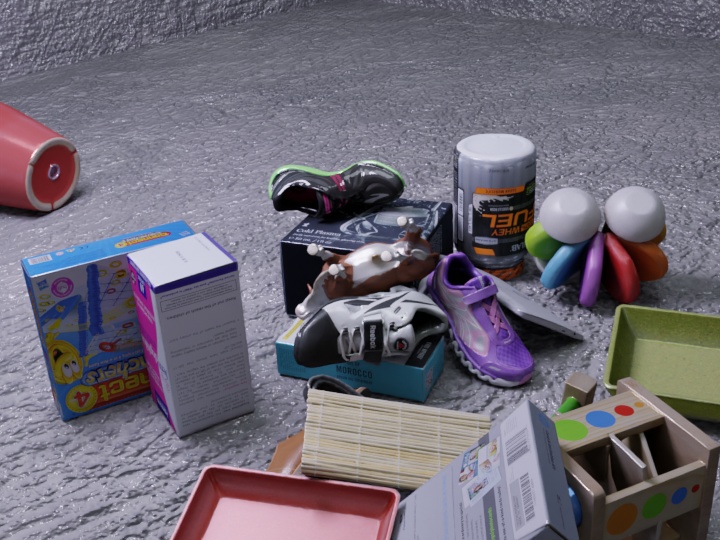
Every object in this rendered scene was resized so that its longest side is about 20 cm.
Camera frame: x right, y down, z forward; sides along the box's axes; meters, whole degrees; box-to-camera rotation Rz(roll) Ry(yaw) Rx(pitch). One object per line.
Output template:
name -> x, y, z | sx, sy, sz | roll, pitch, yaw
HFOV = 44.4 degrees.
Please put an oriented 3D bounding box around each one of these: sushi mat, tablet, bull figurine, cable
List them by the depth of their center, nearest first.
sushi mat -> 0.040, 0.172, 0.876 | 0.199, 0.012, 0.096 | 10, 47, -9
cable -> 0.038, 0.160, 0.914 | 0.200, 0.050, 0.097 | 41, 44, 5
bull figurine -> 0.000, 0.000, 1.107 | 0.199, 0.121, 0.065 | -21, 66, 5
tablet -> 0.203, 0.033, 1.205 | 0.130, 0.014, 0.200 | 21, 12, -35

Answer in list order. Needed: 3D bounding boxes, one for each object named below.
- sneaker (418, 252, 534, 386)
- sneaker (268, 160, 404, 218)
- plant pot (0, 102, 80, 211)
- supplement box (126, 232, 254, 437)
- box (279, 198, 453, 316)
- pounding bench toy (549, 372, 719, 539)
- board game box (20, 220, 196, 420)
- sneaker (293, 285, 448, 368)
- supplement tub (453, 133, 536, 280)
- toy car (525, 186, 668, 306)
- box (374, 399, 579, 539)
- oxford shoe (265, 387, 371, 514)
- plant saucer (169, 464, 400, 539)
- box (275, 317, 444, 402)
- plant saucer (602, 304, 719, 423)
sneaker -> 0.150, 0.054, 1.110 | 0.080, 0.089, 0.200 | -16, 54, -32
sneaker -> -0.034, -0.107, 1.264 | 0.199, 0.077, 0.084 | -4, 43, 8
plant pot -> -0.641, -0.204, 1.655 | 0.176, 0.201, 0.200 | 18, 32, 20
supplement box -> -0.195, 0.074, 1.029 | 0.103, 0.201, 0.101 | -18, 30, -26
box -> 0.015, -0.018, 1.279 | 0.199, 0.125, 0.197 | 7, 27, 19
pounding bench toy -> 0.208, 0.186, 0.849 | 0.155, 0.125, 0.200 | -14, 29, -20
board game box -> -0.288, 0.059, 1.072 | 0.199, 0.197, 0.056 | -17, 30, -25
sneaker -> 0.017, 0.071, 1.041 | 0.199, 0.075, 0.088 | -20, 29, -30
supplement tub -> 0.200, -0.094, 1.320 | 0.122, 0.201, 0.123 | -3, 27, 2
toy car -> 0.335, -0.021, 1.246 | 0.199, 0.175, 0.151 | 0, 63, 4
box -> 0.088, 0.222, 0.744 | 0.200, 0.041, 0.156 | -43, 17, 21
oxford shoe -> -0.049, 0.185, 0.943 | 0.071, 0.072, 0.200 | 7, 29, 29
plant saucer -> -0.079, 0.271, 0.778 | 0.199, 0.037, 0.200 | 5, 39, 14
box -> -0.001, 0.107, 1.111 | 0.199, 0.049, 0.082 | 9, 29, 22
plant saucer -> 0.398, 0.118, 1.050 | 0.199, 0.048, 0.200 | 7, 28, 18
